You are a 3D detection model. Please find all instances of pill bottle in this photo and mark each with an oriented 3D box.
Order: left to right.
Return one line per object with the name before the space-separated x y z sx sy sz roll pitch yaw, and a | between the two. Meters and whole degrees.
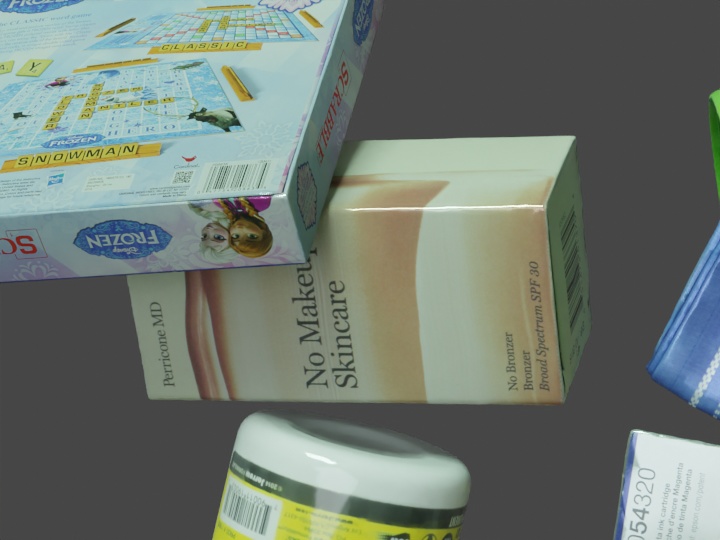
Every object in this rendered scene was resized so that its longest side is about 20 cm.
pill bottle | -0.023 0.174 0.977 0.112 0.112 0.200 15 95 16

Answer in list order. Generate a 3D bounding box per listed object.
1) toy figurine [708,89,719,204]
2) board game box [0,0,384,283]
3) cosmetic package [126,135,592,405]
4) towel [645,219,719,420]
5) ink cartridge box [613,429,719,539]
toy figurine | 0.251 0.008 0.860 0.184 0.150 0.200 -9 71 7
board game box | -0.103 -0.074 0.965 0.200 0.200 0.041 -3 130 17
cosmetic package | 0.000 0.000 0.968 0.200 0.087 0.104 -2 114 17
towel | 0.245 0.033 0.944 0.200 0.024 0.145 29 99 14
ink cartridge box | 0.207 0.178 0.939 0.200 0.043 0.197 11 100 16
